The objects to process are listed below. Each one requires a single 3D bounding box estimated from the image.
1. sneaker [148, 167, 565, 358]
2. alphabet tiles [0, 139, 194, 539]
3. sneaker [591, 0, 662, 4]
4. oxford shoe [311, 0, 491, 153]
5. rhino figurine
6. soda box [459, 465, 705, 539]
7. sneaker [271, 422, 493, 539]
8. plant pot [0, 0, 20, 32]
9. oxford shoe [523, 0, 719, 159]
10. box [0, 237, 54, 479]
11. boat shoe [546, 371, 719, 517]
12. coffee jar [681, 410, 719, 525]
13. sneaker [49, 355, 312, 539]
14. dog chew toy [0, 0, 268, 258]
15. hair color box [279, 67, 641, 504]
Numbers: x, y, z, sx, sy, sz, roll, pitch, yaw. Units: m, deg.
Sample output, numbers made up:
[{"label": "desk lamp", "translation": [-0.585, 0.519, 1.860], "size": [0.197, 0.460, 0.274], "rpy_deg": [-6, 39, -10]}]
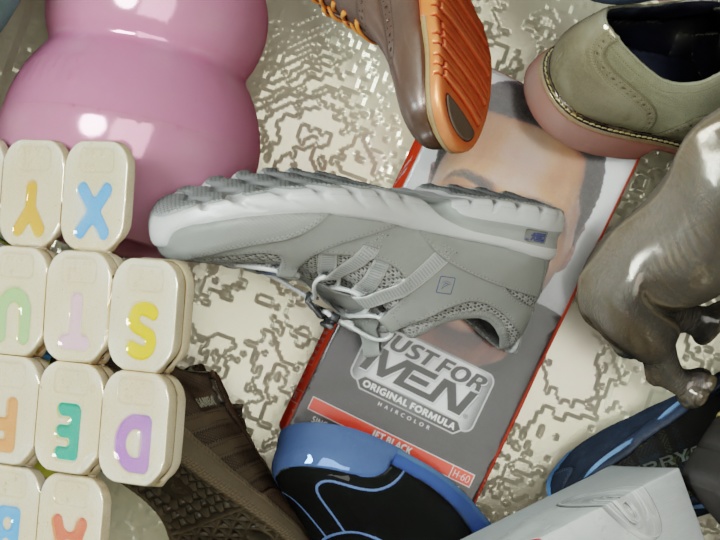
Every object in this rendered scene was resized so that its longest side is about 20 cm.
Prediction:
[{"label": "sneaker", "translation": [0.000, 0.000, 1.289], "size": [0.199, 0.075, 0.082], "rpy_deg": [5, 96, -21]}, {"label": "alphabet tiles", "translation": [-0.154, 0.038, 1.279], "size": [0.199, 0.015, 0.197], "rpy_deg": [5, 90, 39]}, {"label": "sneaker", "translation": [0.105, -0.192, 1.350], "size": [0.082, 0.200, 0.070], "rpy_deg": [4, 133, -27]}, {"label": "oxford shoe", "translation": [0.013, -0.127, 1.343], "size": [0.073, 0.071, 0.201], "rpy_deg": [-21, 48, 13]}, {"label": "rhino figurine", "translation": [0.177, -0.033, 1.320], "size": [0.087, 0.060, 0.200], "rpy_deg": [29, 112, -22]}, {"label": "soda box", "translation": [0.060, 0.155, 1.284], "size": [0.199, 0.068, 0.064], "rpy_deg": [-24, 97, -22]}, {"label": "sneaker", "translation": [0.029, 0.153, 1.337], "size": [0.200, 0.070, 0.078], "rpy_deg": [40, 52, -23]}, {"label": "plant pot", "translation": [-0.221, -0.172, 1.314], "size": [0.134, 0.200, 0.201], "rpy_deg": [-26, 91, -30]}, {"label": "oxford shoe", "translation": [0.179, -0.089, 1.351], "size": [0.199, 0.074, 0.071], "rpy_deg": [-1, 61, -30]}, {"label": "box", "translation": [-0.195, 0.087, 1.371], "size": [0.117, 0.048, 0.200], "rpy_deg": [31, 85, -3]}, {"label": "boat shoe", "translation": [0.191, 0.086, 1.382], "size": [0.200, 0.069, 0.084], "rpy_deg": [-30, 91, -3]}, {"label": "coffee jar", "translation": [0.244, 0.057, 1.316], "size": [0.200, 0.085, 0.104], "rpy_deg": [-47, 108, -11]}, {"label": "sneaker", "translation": [-0.071, 0.085, 1.346], "size": [0.070, 0.076, 0.200], "rpy_deg": [-14, 134, 32]}, {"label": "dog chew toy", "translation": [-0.099, -0.109, 1.345], "size": [0.124, 0.125, 0.201], "rpy_deg": [12, 81, -3]}, {"label": "hair color box", "translation": [0.048, 0.008, 1.378], "size": [0.101, 0.061, 0.201], "rpy_deg": [25, 87, -3]}]
